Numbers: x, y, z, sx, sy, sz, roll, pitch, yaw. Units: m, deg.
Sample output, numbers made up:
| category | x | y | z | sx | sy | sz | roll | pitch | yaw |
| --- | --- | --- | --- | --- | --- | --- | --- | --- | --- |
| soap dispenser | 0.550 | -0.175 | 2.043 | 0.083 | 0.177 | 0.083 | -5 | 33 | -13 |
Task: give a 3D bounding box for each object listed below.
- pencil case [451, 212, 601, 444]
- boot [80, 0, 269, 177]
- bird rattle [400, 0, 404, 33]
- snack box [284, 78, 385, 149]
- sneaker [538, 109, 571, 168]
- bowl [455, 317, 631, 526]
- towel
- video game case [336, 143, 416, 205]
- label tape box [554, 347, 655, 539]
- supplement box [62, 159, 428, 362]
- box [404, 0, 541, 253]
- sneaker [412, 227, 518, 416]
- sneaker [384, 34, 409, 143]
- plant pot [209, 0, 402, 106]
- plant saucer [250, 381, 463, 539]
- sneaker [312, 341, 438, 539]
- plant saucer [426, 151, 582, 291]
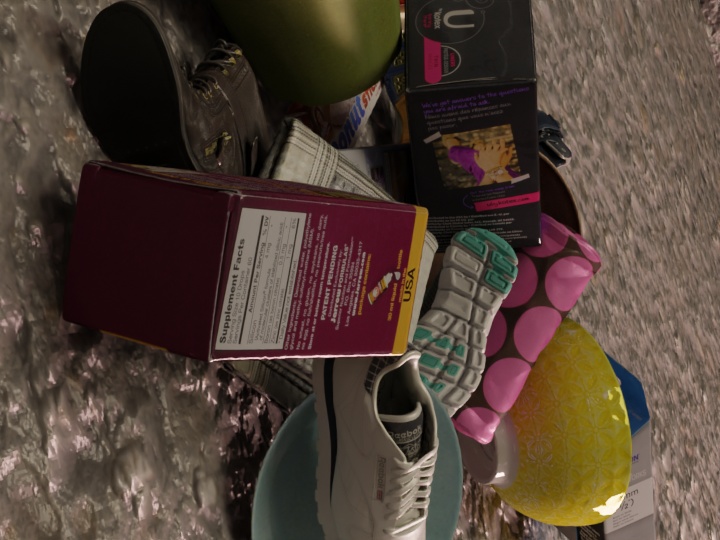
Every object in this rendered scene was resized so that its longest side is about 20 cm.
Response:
| category | x | y | z | sx | sy | sz | roll | pitch | yaw |
| --- | --- | --- | --- | --- | --- | --- | --- | --- | --- |
| pencil case | 0.130 | 0.048 | 1.478 | 0.091 | 0.201 | 0.094 | 35 | 4 | 12 |
| boot | -0.120 | -0.119 | 1.180 | 0.174 | 0.069 | 0.201 | -66 | 147 | -56 |
| bird rattle | 0.026 | -0.284 | 1.479 | 0.200 | 0.112 | 0.164 | -42 | 123 | -31 |
| snack box | -0.019 | -0.150 | 1.472 | 0.200 | 0.024 | 0.072 | -67 | 141 | -55 |
| sneaker | 0.150 | -0.166 | 1.760 | 0.202 | 0.077 | 0.147 | 37 | 24 | -57 |
| bowl | 0.153 | 0.149 | 1.569 | 0.107 | 0.200 | 0.202 | -11 | 86 | -24 |
| towel | -0.023 | 0.016 | 1.250 | 0.192 | 0.034 | 0.201 | 39 | 61 | -41 |
| video game case | 0.000 | 0.000 | 1.378 | 0.181 | 0.045 | 0.202 | -14 | 99 | -66 |
| label tape box | 0.220 | 0.172 | 1.642 | 0.143 | 0.066 | 0.201 | 42 | -33 | 54 |
| supplement box | -0.068 | -0.005 | 1.065 | 0.199 | 0.130 | 0.104 | 3 | 99 | -53 |
| box | 0.093 | -0.123 | 1.386 | 0.201 | 0.105 | 0.123 | 82 | 7 | -50 |
| sneaker | 0.066 | 0.064 | 1.376 | 0.201 | 0.077 | 0.091 | -57 | 176 | -30 |
| sneaker | 0.058 | -0.157 | 1.586 | 0.088 | 0.075 | 0.202 | -72 | 166 | -84 |
| plant pot | -0.047 | -0.233 | 1.289 | 0.191 | 0.199 | 0.201 | 71 | 20 | -47 |
| plant saucer | -0.010 | 0.166 | 1.229 | 0.200 | 0.039 | 0.203 | -8 | 102 | -40 |
| sneaker | 0.018 | 0.137 | 1.171 | 0.076 | 0.080 | 0.201 | -24 | 113 | -37 |
| plant saucer | 0.105 | -0.025 | 1.538 | 0.037 | 0.199 | 0.202 | -171 | -117 | -74 |
